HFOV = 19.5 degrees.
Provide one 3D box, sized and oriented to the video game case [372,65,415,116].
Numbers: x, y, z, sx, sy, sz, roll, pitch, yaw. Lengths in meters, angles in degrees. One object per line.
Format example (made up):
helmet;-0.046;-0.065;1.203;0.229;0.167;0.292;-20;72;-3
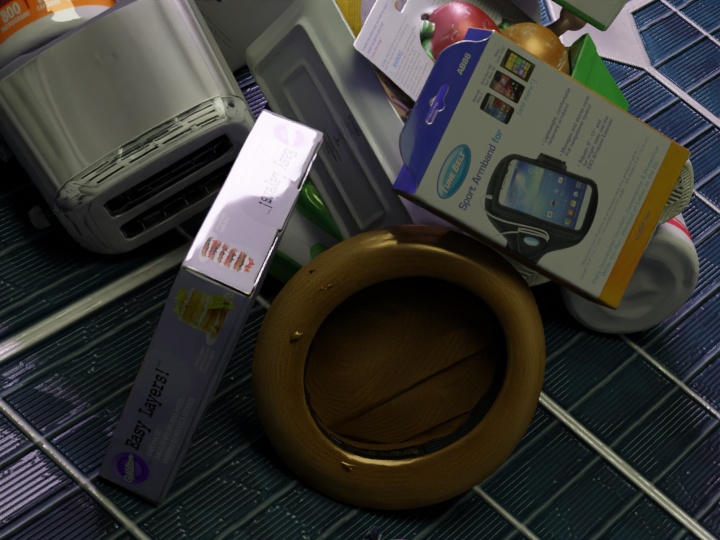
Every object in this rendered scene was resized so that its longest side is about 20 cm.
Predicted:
video game case;0.020;-0.125;1.619;0.199;0.023;0.182;33;14;-27

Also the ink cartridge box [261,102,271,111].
ink cartridge box;0.002;-0.080;1.553;0.199;0.042;0.119;35;7;-30

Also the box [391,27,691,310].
box;0.111;-0.070;1.366;0.199;0.120;0.041;28;-3;-24

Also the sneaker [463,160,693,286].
sneaker;0.145;-0.051;1.549;0.198;0.076;0.085;-18;38;-18

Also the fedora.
fedora;0.023;0.061;1.401;0.199;0.202;0.082;21;4;-10

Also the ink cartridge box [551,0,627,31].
ink cartridge box;0.118;-0.268;1.560;0.146;0.083;0.200;28;12;-21

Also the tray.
tray;-0.012;-0.086;1.419;0.022;0.107;0.201;-23;80;-42

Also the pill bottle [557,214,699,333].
pill bottle;0.194;-0.056;1.669;0.110;0.111;0.201;12;40;-21

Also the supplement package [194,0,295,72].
supplement package;-0.068;-0.254;1.535;0.120;0.199;0.122;45;32;-19

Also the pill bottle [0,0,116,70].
pill bottle;-0.258;-0.234;1.542;0.113;0.114;0.201;-11;68;-41

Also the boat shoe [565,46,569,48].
boat shoe;0.129;-0.124;1.644;0.072;0.201;0.061;-44;101;-15

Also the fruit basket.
fruit basket;0.088;-0.132;1.460;0.199;0.094;0.186;36;39;-10

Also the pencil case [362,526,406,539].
pencil case;-0.008;0.235;1.209;0.085;0.093;0.200;35;38;8

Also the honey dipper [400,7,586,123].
honey dipper;0.101;-0.143;1.549;0.199;0.038;0.038;-37;68;-25

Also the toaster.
toaster;-0.153;-0.105;1.454;0.199;0.114;0.130;-30;63;-3

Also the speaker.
speaker;0.000;0.000;1.499;0.199;0.089;0.088;35;37;8

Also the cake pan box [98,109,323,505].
cake pan box;-0.092;0.018;1.332;0.052;0.185;0.201;25;37;-3

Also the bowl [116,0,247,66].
bowl;-0.175;-0.239;1.679;0.200;0.075;0.199;40;37;17

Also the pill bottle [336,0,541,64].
pill bottle;0.058;-0.210;1.695;0.111;0.113;0.199;2;11;-31
